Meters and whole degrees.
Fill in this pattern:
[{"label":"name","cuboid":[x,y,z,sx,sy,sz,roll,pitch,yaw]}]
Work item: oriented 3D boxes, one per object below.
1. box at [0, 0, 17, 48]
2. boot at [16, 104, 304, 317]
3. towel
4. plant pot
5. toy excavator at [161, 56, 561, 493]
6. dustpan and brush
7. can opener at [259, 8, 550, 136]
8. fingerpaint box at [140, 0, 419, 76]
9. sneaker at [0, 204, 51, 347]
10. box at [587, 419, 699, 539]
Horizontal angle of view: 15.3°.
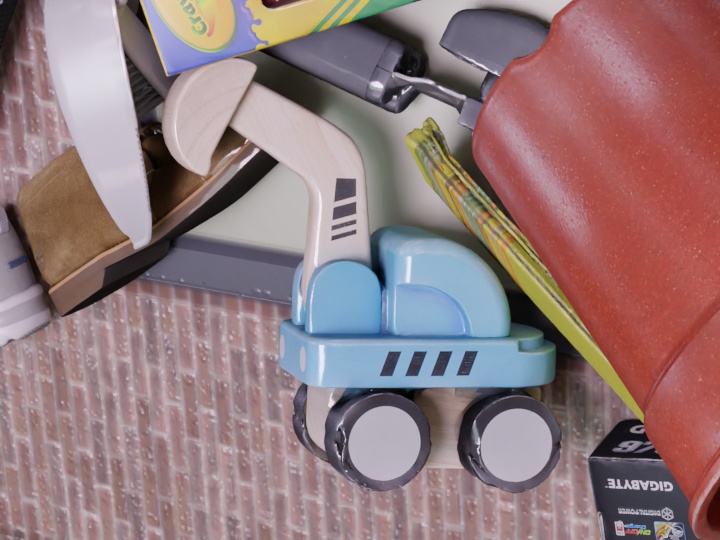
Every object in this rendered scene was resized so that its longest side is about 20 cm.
[{"label":"box","cuboid":[-0.279,-0.132,1.403,0.200,0.048,0.193,37,125,23]},{"label":"boot","cuboid":[-0.106,-0.049,1.362,0.200,0.074,0.075,-31,86,39]},{"label":"towel","cuboid":[0.094,0.014,1.249,0.018,0.086,0.200,-41,74,-1]},{"label":"plant pot","cuboid":[0.162,-0.024,1.137,0.195,0.201,0.201,53,129,21]},{"label":"toy excavator","cuboid":[0.000,0.000,1.284,0.194,0.100,0.200,1,95,-13]},{"label":"dustpan and brush","cuboid":[-0.117,-0.115,1.253,0.057,0.140,0.200,-12,151,12]},{"label":"can opener","cuboid":[0.016,-0.112,1.280,0.200,0.053,0.067,26,92,17]},{"label":"fingerpaint box","cuboid":[-0.038,-0.208,1.199,0.167,0.073,0.200,-15,106,9]},{"label":"sneaker","cuboid":[-0.263,0.003,1.483,0.200,0.075,0.082,-6,100,22]},{"label":"box","cuboid":[0.217,0.154,1.288,0.200,0.046,0.159,0,113,30]}]
